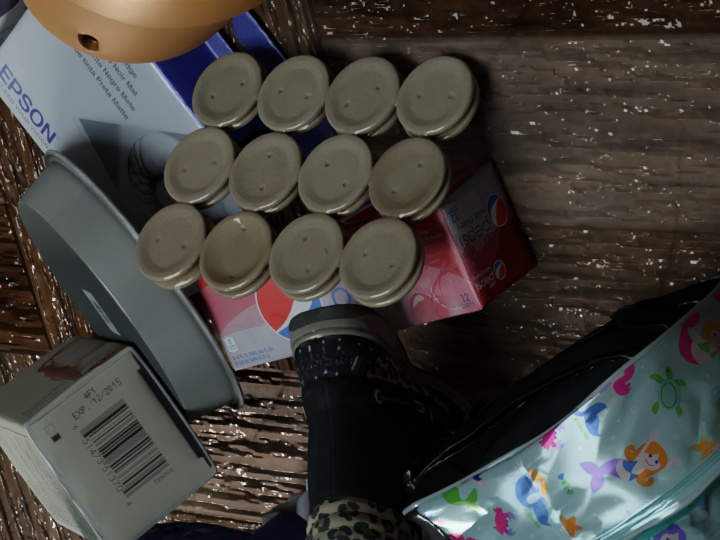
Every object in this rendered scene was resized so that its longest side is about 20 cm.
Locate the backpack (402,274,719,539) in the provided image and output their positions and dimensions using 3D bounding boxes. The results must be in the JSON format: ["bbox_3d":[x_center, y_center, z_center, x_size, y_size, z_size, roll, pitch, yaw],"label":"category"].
[{"bbox_3d":[0.142,0.098,1.563,0.151,0.177,0.200,49,128,4],"label":"backpack"}]

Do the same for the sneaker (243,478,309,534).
[{"bbox_3d":[-0.038,0.214,1.886,0.115,0.075,0.200,51,133,8],"label":"sneaker"}]

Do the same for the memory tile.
[{"bbox_3d":[-0.031,-0.053,1.666,0.199,0.154,0.017,5,157,36],"label":"memory tile"}]

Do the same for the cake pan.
[{"bbox_3d":[-0.147,0.016,1.822,0.200,0.037,0.200,49,168,15],"label":"cake pan"}]

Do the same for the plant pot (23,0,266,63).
[{"bbox_3d":[-0.119,-0.206,1.631,0.200,0.200,0.140,48,154,10],"label":"plant pot"}]

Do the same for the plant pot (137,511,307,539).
[{"bbox_3d":[-0.097,0.265,1.780,0.179,0.200,0.201,-17,100,32],"label":"plant pot"}]

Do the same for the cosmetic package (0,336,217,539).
[{"bbox_3d":[-0.169,0.107,1.867,0.104,0.087,0.200,55,167,-11],"label":"cosmetic package"}]

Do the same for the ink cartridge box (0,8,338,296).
[{"bbox_3d":[-0.126,-0.103,1.798,0.200,0.041,0.200,51,138,7],"label":"ink cartridge box"}]

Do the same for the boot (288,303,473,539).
[{"bbox_3d":[0.017,0.127,1.668,0.073,0.155,0.204,-15,146,19],"label":"boot"}]

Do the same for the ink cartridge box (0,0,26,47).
[{"bbox_3d":[-0.274,-0.221,1.834,0.145,0.084,0.201,41,136,17],"label":"ink cartridge box"}]

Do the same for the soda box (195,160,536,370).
[{"bbox_3d":[0.000,0.000,1.706,0.199,0.063,0.070,-16,103,41],"label":"soda box"}]
